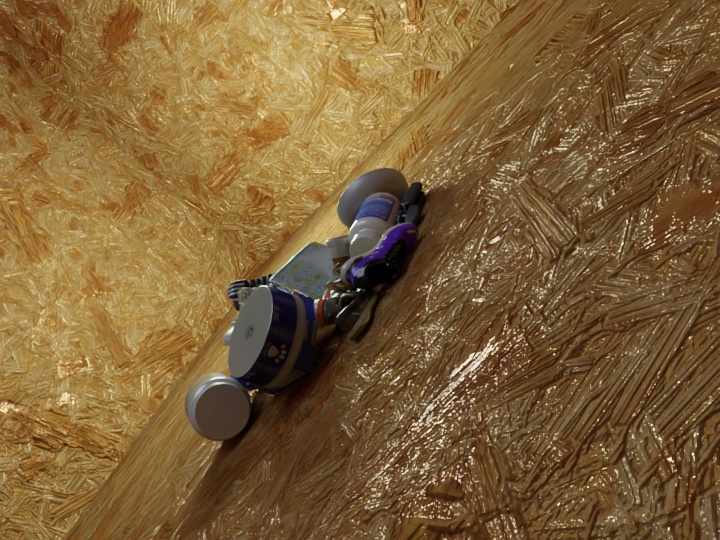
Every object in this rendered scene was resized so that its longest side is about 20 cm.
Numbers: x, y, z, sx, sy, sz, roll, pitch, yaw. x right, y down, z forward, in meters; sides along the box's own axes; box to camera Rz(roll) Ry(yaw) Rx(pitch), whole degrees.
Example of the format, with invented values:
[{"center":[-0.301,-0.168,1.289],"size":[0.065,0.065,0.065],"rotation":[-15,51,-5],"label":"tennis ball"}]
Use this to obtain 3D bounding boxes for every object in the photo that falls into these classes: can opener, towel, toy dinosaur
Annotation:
[{"center":[0.131,-0.148,1.725],"size":[0.066,0.054,0.200],"rotation":[-6,32,25],"label":"can opener"},{"center":[-0.109,0.016,1.796],"size":[0.200,0.171,0.048],"rotation":[-46,-36,-32],"label":"towel"},{"center":[-0.030,0.026,1.612],"size":[0.199,0.106,0.061],"rotation":[-8,74,47],"label":"toy dinosaur"}]

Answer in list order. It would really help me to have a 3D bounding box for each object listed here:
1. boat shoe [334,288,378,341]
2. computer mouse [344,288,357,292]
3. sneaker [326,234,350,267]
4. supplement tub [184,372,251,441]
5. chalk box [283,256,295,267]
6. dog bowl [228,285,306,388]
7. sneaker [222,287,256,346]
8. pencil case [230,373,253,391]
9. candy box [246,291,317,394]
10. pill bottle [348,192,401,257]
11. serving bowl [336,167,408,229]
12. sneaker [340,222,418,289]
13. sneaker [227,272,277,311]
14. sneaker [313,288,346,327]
[{"center":[-0.011,0.069,1.456],"size":[0.073,0.065,0.200],"rotation":[-48,10,17],"label":"boat shoe"},{"center":[0.000,0.000,1.743],"size":[0.200,0.034,0.059],"rotation":[-54,10,-24],"label":"computer mouse"},{"center":[-0.025,-0.046,1.773],"size":[0.072,0.085,0.200],"rotation":[-11,5,26],"label":"sneaker"},{"center":[-0.333,0.318,1.696],"size":[0.146,0.145,0.200],"rotation":[-52,11,-13],"label":"supplement tub"},{"center":[-0.178,0.040,2.095],"size":[0.200,0.124,0.124],"rotation":[-51,10,-4],"label":"chalk box"},{"center":[-0.195,0.136,1.493],"size":[0.200,0.078,0.201],"rotation":[-40,39,43],"label":"dog bowl"},{"center":[-0.278,0.101,1.719],"size":[0.073,0.116,0.200],"rotation":[-9,10,19],"label":"sneaker"},{"center":[-0.281,0.233,1.785],"size":[0.078,0.087,0.200],"rotation":[-46,-12,-26],"label":"pencil case"},{"center":[-0.170,0.165,1.606],"size":[0.200,0.077,0.170],"rotation":[-36,40,51],"label":"candy box"},{"center":[0.035,-0.092,1.702],"size":[0.112,0.112,0.200],"rotation":[-42,13,33],"label":"pill bottle"},{"center":[0.043,-0.164,1.849],"size":[0.200,0.200,0.066],"rotation":[-46,54,19],"label":"serving bowl"},{"center":[0.062,-0.021,1.492],"size":[0.200,0.070,0.099],"rotation":[-38,34,-21],"label":"sneaker"},{"center":[-0.236,0.070,1.870],"size":[0.116,0.199,0.076],"rotation":[86,180,-52],"label":"sneaker"},{"center":[-0.041,0.082,1.585],"size":[0.081,0.078,0.200],"rotation":[-7,10,12],"label":"sneaker"}]
